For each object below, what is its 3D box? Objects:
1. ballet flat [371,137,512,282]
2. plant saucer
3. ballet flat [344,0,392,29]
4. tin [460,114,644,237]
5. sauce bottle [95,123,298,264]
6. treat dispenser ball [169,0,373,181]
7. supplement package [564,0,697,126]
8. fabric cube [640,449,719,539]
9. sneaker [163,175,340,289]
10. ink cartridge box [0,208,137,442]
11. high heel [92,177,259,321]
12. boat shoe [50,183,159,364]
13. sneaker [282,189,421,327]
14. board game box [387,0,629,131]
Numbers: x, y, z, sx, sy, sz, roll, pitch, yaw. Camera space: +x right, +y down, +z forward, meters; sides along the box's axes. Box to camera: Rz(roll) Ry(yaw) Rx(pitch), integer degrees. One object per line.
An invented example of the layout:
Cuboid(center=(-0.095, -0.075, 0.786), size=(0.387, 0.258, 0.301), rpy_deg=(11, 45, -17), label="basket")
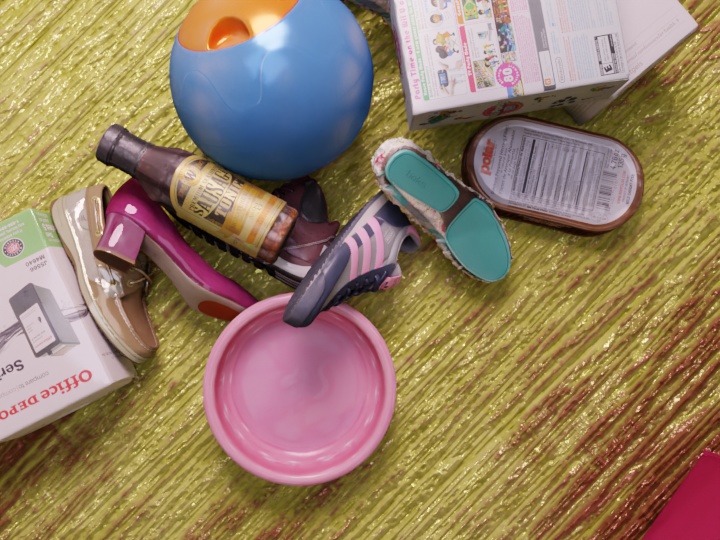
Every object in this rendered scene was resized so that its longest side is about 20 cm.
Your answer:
Cuboid(center=(0.087, -0.068, 0.784), size=(0.076, 0.064, 0.200), rpy_deg=(-43, 116, 3), label="ballet flat")
Cuboid(center=(-0.063, 0.122, 0.791), size=(0.200, 0.051, 0.201), rpy_deg=(0, 93, -5), label="plant saucer")
Cuboid(center=(0.022, -0.298, 0.771), size=(0.064, 0.200, 0.076), rpy_deg=(42, 108, 29), label="ballet flat")
Cuboid(center=(0.211, -0.105, 0.822), size=(0.199, 0.042, 0.112), rpy_deg=(13, 83, 1), label="tin")
Cuboid(center=(-0.159, -0.077, 0.730), size=(0.199, 0.066, 0.066), rpy_deg=(26, 87, -5), label="sauce bottle")
Cuboid(center=(-0.087, -0.190, 0.743), size=(0.200, 0.201, 0.202), rpy_deg=(0, 87, 0), label="treat dispenser ball")
Cuboid(center=(0.227, -0.276, 0.790), size=(0.117, 0.117, 0.200), rpy_deg=(-40, 87, -2), label="supplement package")
Cuboid(center=(0.393, 0.326, 0.719), size=(0.200, 0.196, 0.200), rpy_deg=(38, 86, 3), label="fabric cube")
Cuboid(center=(-0.112, -0.071, 0.809), size=(0.200, 0.076, 0.116), rpy_deg=(30, 77, -4), label="sneaker")
Cuboid(center=(-0.350, 0.058, 0.786), size=(0.145, 0.084, 0.201), rpy_deg=(-27, 87, -1), label="ink cartridge box")
Cuboid(center=(-0.173, -0.018, 0.789), size=(0.200, 0.067, 0.096), rpy_deg=(32, 57, -29), label="high heel")
Cuboid(center=(-0.259, 0.000, 0.795), size=(0.066, 0.074, 0.201), rpy_deg=(-27, 87, 4), label="boat shoe")
Cuboid(center=(0.000, 0.000, 0.760), size=(0.082, 0.070, 0.200), rpy_deg=(43, 53, -6), label="sneaker")
Cuboid(center=(0.132, -0.224, 0.701), size=(0.199, 0.064, 0.148), rpy_deg=(-9, 87, 0), label="board game box")
